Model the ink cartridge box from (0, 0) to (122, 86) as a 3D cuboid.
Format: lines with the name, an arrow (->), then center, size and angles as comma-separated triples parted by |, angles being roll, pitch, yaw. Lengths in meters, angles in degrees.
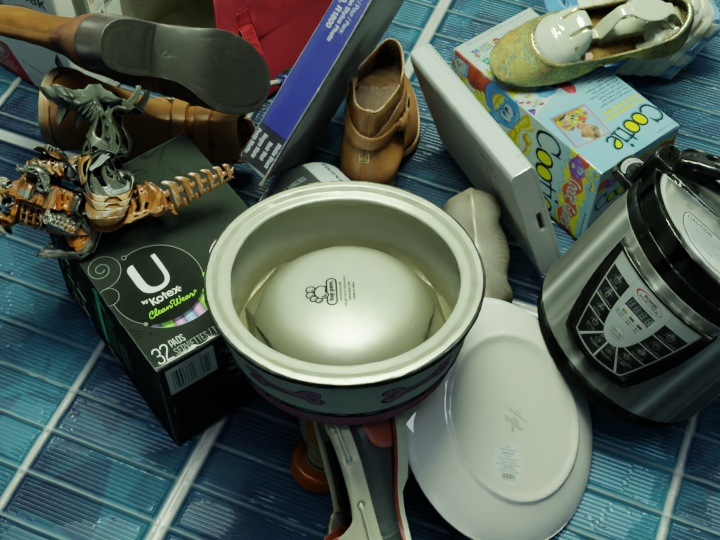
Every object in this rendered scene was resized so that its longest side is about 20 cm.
ink cartridge box -> -0.316, -0.276, 1.155 | 0.147, 0.200, 0.083 | 31, 60, 20

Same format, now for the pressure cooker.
pressure cooker -> 0.258, 0.006, 0.932 | 0.176, 0.200, 0.179 | 19, 43, -24

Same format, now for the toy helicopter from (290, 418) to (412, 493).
toy helicopter -> 0.048, 0.134, 0.955 | 0.200, 0.079, 0.132 | 22, 47, 2

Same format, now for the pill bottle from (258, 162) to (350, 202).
pill bottle -> 0.000, 0.000, 1.000 | 0.106, 0.106, 0.200 | -30, 51, -21

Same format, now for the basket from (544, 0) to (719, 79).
basket -> 0.259, -0.284, 1.195 | 0.200, 0.139, 0.176 | 18, 47, -28

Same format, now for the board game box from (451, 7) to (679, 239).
board game box -> 0.188, -0.141, 1.125 | 0.105, 0.103, 0.200 | -31, 60, -22

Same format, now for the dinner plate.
dinner plate -> 0.115, 0.115, 0.916 | 0.200, 0.024, 0.200 | 11, 69, -31

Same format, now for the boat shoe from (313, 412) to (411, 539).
boat shoe -> 0.001, 0.188, 0.855 | 0.063, 0.071, 0.200 | -3, 90, -25

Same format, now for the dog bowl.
dog bowl -> -0.011, 0.027, 0.853 | 0.200, 0.074, 0.200 | 0, 47, 0

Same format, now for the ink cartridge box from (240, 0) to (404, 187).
ink cartridge box -> -0.034, -0.177, 1.043 | 0.041, 0.200, 0.200 | 33, 14, 1

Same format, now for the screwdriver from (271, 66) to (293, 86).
screwdriver -> -0.086, -0.184, 1.134 | 0.028, 0.029, 0.200 | 49, 25, 8

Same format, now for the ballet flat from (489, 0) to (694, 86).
ballet flat -> 0.216, -0.218, 1.073 | 0.200, 0.071, 0.071 | -12, 55, -13

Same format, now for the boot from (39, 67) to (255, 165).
boot -> -0.186, -0.134, 1.056 | 0.155, 0.200, 0.074 | 8, 93, 14

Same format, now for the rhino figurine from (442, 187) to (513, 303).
rhino figurine -> 0.102, 0.019, 1.015 | 0.060, 0.087, 0.200 | -4, 61, 0

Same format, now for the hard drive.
hard drive -> 0.113, -0.103, 1.059 | 0.027, 0.132, 0.200 | -30, 48, -2

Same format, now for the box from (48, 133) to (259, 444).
box -> -0.153, 0.012, 0.993 | 0.148, 0.124, 0.200 | -30, 59, -20

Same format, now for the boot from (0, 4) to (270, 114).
boot -> -0.201, -0.184, 1.017 | 0.188, 0.069, 0.200 | -1, 13, -42

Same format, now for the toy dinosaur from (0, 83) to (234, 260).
toy dinosaur -> -0.209, -0.077, 0.934 | 0.200, 0.102, 0.136 | -4, 94, -25

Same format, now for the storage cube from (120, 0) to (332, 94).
storage cube -> -0.132, -0.291, 1.189 | 0.200, 0.171, 0.180 | 38, 60, 24

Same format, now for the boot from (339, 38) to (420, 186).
boot -> 0.022, -0.164, 1.106 | 0.074, 0.155, 0.200 | 4, 54, 2
